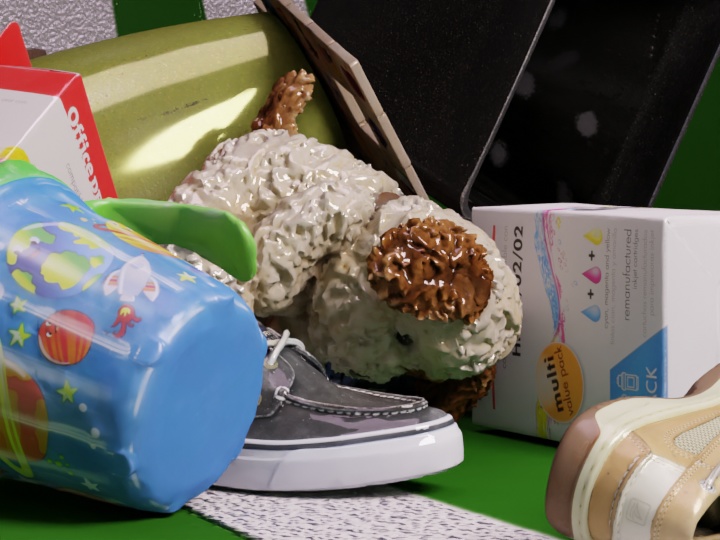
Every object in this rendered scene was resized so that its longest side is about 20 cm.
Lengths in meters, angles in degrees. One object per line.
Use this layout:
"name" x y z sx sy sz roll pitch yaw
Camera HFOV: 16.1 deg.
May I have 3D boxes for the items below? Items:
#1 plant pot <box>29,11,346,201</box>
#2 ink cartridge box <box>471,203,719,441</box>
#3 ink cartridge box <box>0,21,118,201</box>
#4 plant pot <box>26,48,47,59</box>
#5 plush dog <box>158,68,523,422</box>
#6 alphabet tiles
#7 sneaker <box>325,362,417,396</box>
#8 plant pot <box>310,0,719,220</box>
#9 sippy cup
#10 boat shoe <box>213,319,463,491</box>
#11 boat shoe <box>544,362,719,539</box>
"plant pot" -0.115 -0.054 1.382 0.200 0.187 0.187 -28 9 -7
"ink cartridge box" 0.114 0.026 1.264 0.068 0.115 0.200 -2 4 -31
"ink cartridge box" -0.170 -0.015 1.180 0.067 0.116 0.200 7 42 25
"plant pot" -0.253 -0.046 1.675 0.186 0.201 0.187 0 4 0
"plush dog" 0.000 0.000 1.239 0.172 0.161 0.200 24 -15 17
"alphabet tiles" -0.004 -0.078 1.381 0.008 0.167 0.200 -32 31 -5
"sneaker" -0.020 0.045 1.396 0.200 0.075 0.084 6 24 35
"plant pot" 0.080 -0.133 1.511 0.177 0.200 0.200 25 3 33
"sippy cup" -0.116 0.036 1.061 0.130 0.178 0.140 19 -12 28
"boat shoe" -0.051 0.057 1.128 0.200 0.071 0.072 2 4 21
"boat shoe" 0.154 0.078 0.971 0.076 0.072 0.200 21 23 35
